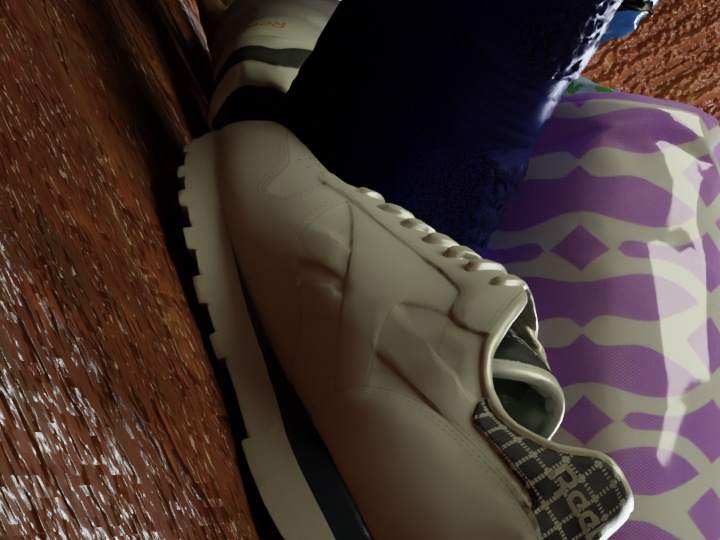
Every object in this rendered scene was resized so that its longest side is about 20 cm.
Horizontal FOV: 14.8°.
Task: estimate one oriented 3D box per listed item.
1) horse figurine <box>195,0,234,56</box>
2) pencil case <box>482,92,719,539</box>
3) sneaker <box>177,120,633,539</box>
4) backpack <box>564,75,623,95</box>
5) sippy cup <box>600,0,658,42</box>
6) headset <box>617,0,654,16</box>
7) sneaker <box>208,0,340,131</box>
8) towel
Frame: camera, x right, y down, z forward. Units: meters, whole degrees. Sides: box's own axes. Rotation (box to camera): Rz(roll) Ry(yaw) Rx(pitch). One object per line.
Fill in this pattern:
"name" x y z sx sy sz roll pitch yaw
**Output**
"horse figurine" -0.046 -0.106 1.102 0.133 0.050 0.200 56 8 -12
"pencil case" 0.070 0.046 0.832 0.084 0.085 0.201 12 75 -37
"sneaker" 0.007 0.020 0.720 0.077 0.080 0.200 59 5 -40
"backpack" 0.055 -0.015 1.132 0.154 0.163 0.200 49 -1 -6
"sippy cup" 0.053 -0.149 0.993 0.130 0.140 0.178 26 -25 -17
"headset" 0.073 -0.011 0.942 0.124 0.094 0.201 -46 130 -53
"sneaker" 0.000 0.000 0.977 0.200 0.073 0.080 58 19 -17
"towel" 0.021 -0.063 0.824 0.049 0.201 0.148 23 20 -16
